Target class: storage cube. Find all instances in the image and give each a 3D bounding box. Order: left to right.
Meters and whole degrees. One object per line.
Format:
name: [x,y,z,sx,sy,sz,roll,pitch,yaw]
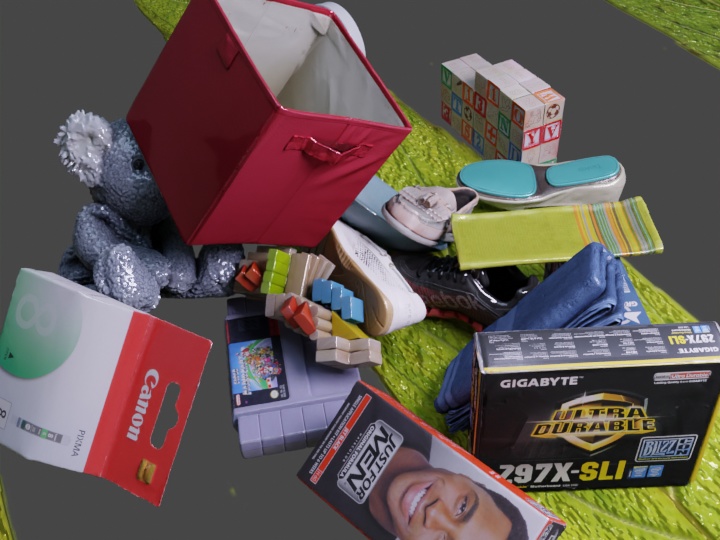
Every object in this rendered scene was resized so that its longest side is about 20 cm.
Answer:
storage cube: [-0.094,-0.142,0.843,0.170,0.180,0.200,-1,53,-46]

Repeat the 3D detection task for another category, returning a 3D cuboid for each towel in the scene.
towel: [0.153,0.062,0.785,0.049,0.200,0.112,43,28,-5]
towel: [0.193,-0.038,0.868,0.199,0.018,0.086,-5,37,1]

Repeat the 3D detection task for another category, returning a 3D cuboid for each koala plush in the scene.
koala plush: [-0.240,-0.067,0.915,0.183,0.201,0.177,3,10,41]

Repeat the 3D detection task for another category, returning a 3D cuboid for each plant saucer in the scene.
plant saucer: [0.009,-0.073,0.994,0.201,0.039,0.201,34,16,-11]

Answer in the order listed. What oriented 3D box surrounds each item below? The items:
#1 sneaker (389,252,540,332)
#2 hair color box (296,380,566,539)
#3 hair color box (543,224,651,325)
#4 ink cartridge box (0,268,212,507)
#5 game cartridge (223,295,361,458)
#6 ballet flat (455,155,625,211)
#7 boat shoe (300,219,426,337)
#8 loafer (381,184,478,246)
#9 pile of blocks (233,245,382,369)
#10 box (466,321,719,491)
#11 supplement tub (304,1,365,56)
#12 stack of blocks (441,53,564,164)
sneaker: [0.106,0.012,0.907,0.200,0.098,0.071,23,49,28]
hair color box: [0.053,0.186,0.708,0.200,0.061,0.102,31,87,33]
hair color box: [0.231,0.056,0.846,0.060,0.100,0.200,-5,41,-2]
ink cartridge box: [-0.248,0.104,0.788,0.199,0.162,0.050,20,3,25]
game cartridge: [-0.069,0.093,0.876,0.129,0.039,0.200,-6,41,-9]
ballet flat: [0.216,-0.096,1.049,0.199,0.070,0.070,0,41,11]
boat shoe: [0.000,0.000,0.917,0.069,0.071,0.200,-3,37,-33]
loafer: [0.081,-0.070,0.949,0.072,0.063,0.200,41,15,14]
pile of blocks: [-0.057,0.025,0.852,0.200,0.062,0.082,34,96,34]
box: [0.192,0.119,0.732,0.199,0.160,0.049,-2,42,0]
supplement tub: [-0.107,-0.288,1.224,0.200,0.145,0.145,-30,48,-27]
stack of blocks: [0.181,-0.214,1.145,0.058,0.116,0.200,-19,43,-18]
